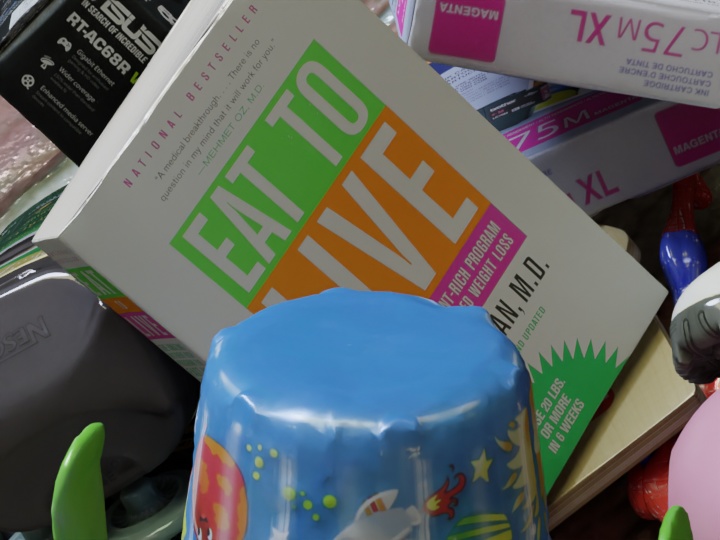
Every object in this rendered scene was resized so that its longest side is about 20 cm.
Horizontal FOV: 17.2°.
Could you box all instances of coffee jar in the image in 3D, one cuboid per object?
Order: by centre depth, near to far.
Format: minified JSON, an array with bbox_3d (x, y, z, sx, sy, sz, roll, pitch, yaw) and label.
[{"bbox_3d":[-0.105,0.024,0.895,0.104,0.086,0.200,-28,11,10],"label":"coffee jar"}]

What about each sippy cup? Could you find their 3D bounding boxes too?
[{"bbox_3d":[0.002,0.081,0.721,0.177,0.131,0.140,-8,25,-17],"label":"sippy cup"}]

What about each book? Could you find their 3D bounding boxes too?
[{"bbox_3d":[0.000,0.000,0.825,0.134,0.200,0.048,-57,22,-19],"label":"book"}]

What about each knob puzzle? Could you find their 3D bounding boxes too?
[{"bbox_3d":[0.035,0.056,0.938,0.219,0.030,0.220,-29,36,23],"label":"knob puzzle"}]

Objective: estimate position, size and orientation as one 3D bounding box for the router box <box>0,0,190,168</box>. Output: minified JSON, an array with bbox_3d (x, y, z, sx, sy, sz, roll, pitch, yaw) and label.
[{"bbox_3d":[-0.051,-0.052,0.913,0.062,0.200,0.150,-42,20,11],"label":"router box"}]

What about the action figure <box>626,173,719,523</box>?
[{"bbox_3d":[0.137,0.038,0.898,0.065,0.052,0.201,-10,46,27],"label":"action figure"}]

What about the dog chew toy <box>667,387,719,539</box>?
[{"bbox_3d":[0.201,0.084,0.764,0.199,0.125,0.125,-5,43,12],"label":"dog chew toy"}]

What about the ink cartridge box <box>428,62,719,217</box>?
[{"bbox_3d":[0.090,-0.075,1.010,0.119,0.042,0.200,-23,19,7],"label":"ink cartridge box"}]

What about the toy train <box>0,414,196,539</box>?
[{"bbox_3d":[-0.089,0.104,0.914,0.199,0.085,0.114,-17,25,34],"label":"toy train"}]

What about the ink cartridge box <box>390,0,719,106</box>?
[{"bbox_3d":[0.070,-0.116,0.925,0.118,0.042,0.200,9,22,-7],"label":"ink cartridge box"}]

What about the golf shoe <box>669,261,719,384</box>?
[{"bbox_3d":[0.164,-0.017,0.854,0.199,0.089,0.077,-21,-6,-46],"label":"golf shoe"}]
